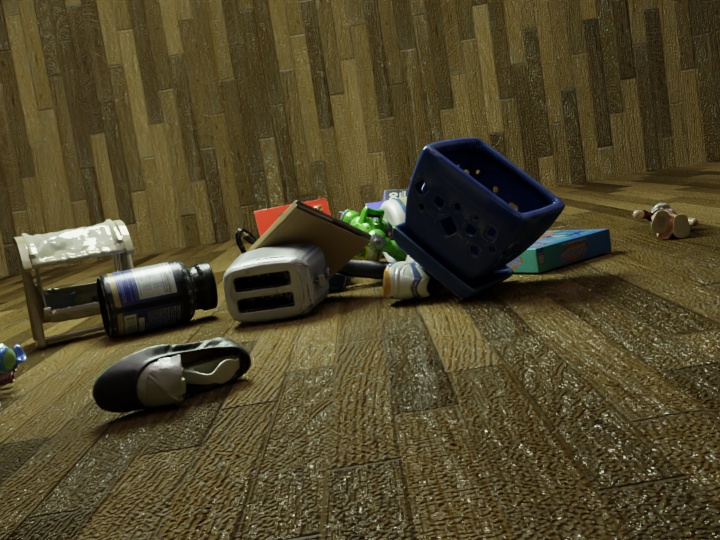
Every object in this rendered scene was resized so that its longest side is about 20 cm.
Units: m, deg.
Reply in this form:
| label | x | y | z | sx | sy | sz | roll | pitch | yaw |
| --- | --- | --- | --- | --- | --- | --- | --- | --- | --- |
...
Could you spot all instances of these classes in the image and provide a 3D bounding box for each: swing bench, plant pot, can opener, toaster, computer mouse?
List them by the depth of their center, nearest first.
| label | x | y | z | sx | sy | sz | roll | pitch | yaw |
| --- | --- | --- | --- | --- | --- | --- | --- | --- | --- |
| plant pot | 0.176 | -0.079 | 1.440 | 0.199 | 0.181 | 0.199 | 39 | 29 | 18 |
| toaster | -0.151 | 0.022 | 1.527 | 0.196 | 0.116 | 0.129 | -6 | 9 | 7 |
| computer mouse | -0.157 | -0.022 | 1.676 | 0.034 | 0.059 | 0.199 | 4 | -21 | 40 |
| swing bench | -0.519 | 0.018 | 1.678 | 0.196 | 0.204 | 0.129 | -12 | 8 | -25 |
| can opener | 0.000 | 0.000 | 1.728 | 0.196 | 0.080 | 0.063 | 1 | -1 | 9 |

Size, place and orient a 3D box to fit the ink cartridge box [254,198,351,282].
| label | x | y | z | sx | sy | sz | roll | pitch | yaw |
| --- | --- | --- | --- | --- | --- | --- | --- | --- | --- |
| ink cartridge box | -0.118 | -0.057 | 1.816 | 0.160 | 0.203 | 0.057 | -11 | -22 | -13 |

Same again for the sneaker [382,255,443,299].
| label | x | y | z | sx | sy | sz | roll | pitch | yaw |
| --- | --- | --- | --- | --- | --- | --- | --- | --- | --- |
| sneaker | 0.110 | 0.010 | 1.516 | 0.087 | 0.077 | 0.200 | 7 | 20 | 23 |

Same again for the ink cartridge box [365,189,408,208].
| label | x | y | z | sx | sy | sz | roll | pitch | yaw |
| --- | --- | --- | --- | --- | --- | --- | --- | --- | --- |
| ink cartridge box | 0.102 | -0.122 | 2.193 | 0.196 | 0.044 | 0.200 | -5 | 43 | 7 |

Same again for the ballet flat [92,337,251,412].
| label | x | y | z | sx | sy | sz | roll | pitch | yaw |
| --- | --- | --- | --- | --- | --- | --- | --- | --- | --- |
| ballet flat | -0.207 | 0.117 | 1.042 | 0.068 | 0.069 | 0.198 | 9 | 18 | 42 |

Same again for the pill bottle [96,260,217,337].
| label | x | y | z | sx | sy | sz | roll | pitch | yaw |
| --- | --- | --- | --- | --- | --- | --- | --- | --- | --- |
| pill bottle | -0.360 | 0.046 | 1.615 | 0.197 | 0.114 | 0.112 | -11 | 7 | -22 |

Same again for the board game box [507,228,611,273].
| label | x | y | z | sx | sy | sz | roll | pitch | yaw |
| --- | --- | --- | --- | --- | --- | --- | --- | --- | --- |
| board game box | 0.331 | -0.036 | 1.639 | 0.198 | 0.046 | 0.151 | -14 | 9 | -34 |

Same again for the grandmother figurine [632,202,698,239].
| label | x | y | z | sx | sy | sz | roll | pitch | yaw |
| --- | --- | --- | --- | --- | --- | --- | --- | --- | --- |
| grandmother figurine | 0.592 | -0.098 | 1.769 | 0.120 | 0.061 | 0.200 | 22 | 12 | 13 |

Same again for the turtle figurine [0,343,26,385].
| label | x | y | z | sx | sy | sz | roll | pitch | yaw |
| --- | --- | --- | --- | --- | --- | --- | --- | --- | --- |
| turtle figurine | -0.586 | 0.113 | 1.244 | 0.191 | 0.147 | 0.199 | -10 | 2 | 27 |

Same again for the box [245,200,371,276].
| label | x | y | z | sx | sy | sz | roll | pitch | yaw |
| --- | --- | --- | --- | --- | --- | --- | --- | --- | --- |
| box | -0.101 | -0.033 | 1.607 | 0.162 | 0.022 | 0.200 | 22 | -44 | -30 |

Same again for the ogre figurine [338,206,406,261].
| label | x | y | z | sx | sy | sz | roll | pitch | yaw |
| --- | --- | --- | --- | --- | --- | --- | --- | --- | --- |
| ogre figurine | 0.032 | -0.070 | 1.767 | 0.119 | 0.201 | 0.098 | 20 | -58 | -40 |

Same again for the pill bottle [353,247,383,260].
| label | x | y | z | sx | sy | sz | roll | pitch | yaw |
| --- | --- | --- | --- | --- | --- | --- | --- | --- | --- |
| pill bottle | -0.054 | -0.044 | 1.935 | 0.198 | 0.115 | 0.112 | -15 | 9 | -41 |

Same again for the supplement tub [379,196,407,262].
| label | x | y | z | sx | sy | sz | roll | pitch | yaw |
| --- | --- | --- | --- | --- | --- | --- | --- | --- | --- |
| supplement tub | 0.148 | -0.090 | 1.905 | 0.197 | 0.147 | 0.144 | -11 | 7 | -17 |
